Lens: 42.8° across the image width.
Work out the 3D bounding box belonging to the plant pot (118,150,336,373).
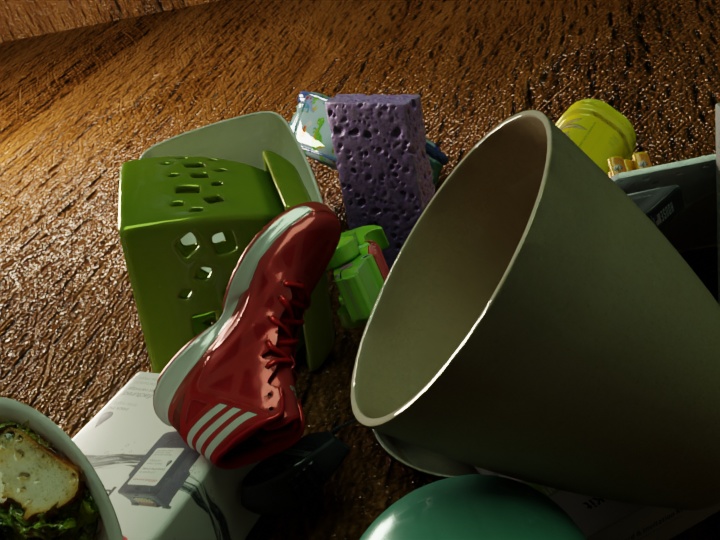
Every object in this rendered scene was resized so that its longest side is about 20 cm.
[{"bbox_3d":[-0.128,-0.003,0.902,0.177,0.203,0.201,-11,26,-8],"label":"plant pot"}]

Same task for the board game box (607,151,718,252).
[{"bbox_3d":[0.314,-0.068,0.833,0.196,0.200,0.026,-11,68,6],"label":"board game box"}]

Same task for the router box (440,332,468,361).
[{"bbox_3d":[0.105,0.039,0.696,0.155,0.053,0.200,-22,9,-13],"label":"router box"}]

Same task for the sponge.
[{"bbox_3d":[0.028,-0.082,0.964,0.110,0.204,0.030,8,30,39],"label":"sponge"}]

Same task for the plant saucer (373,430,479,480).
[{"bbox_3d":[0.106,0.111,0.748,0.196,0.033,0.201,-11,28,6],"label":"plant saucer"}]

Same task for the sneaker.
[{"bbox_3d":[-0.054,0.055,0.663,0.115,0.078,0.202,33,89,38],"label":"sneaker"}]

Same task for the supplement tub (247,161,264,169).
[{"bbox_3d":[-0.174,-0.097,1.188,0.196,0.109,0.107,-19,27,-10],"label":"supplement tub"}]

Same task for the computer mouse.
[{"bbox_3d":[-0.009,0.131,0.712,0.198,0.035,0.058,-30,9,-28],"label":"computer mouse"}]

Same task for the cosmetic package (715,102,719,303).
[{"bbox_3d":[0.343,-0.035,0.721,0.105,0.203,0.085,-12,28,6],"label":"cosmetic package"}]

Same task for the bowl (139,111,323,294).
[{"bbox_3d":[-0.148,-0.070,1.085,0.196,0.075,0.203,-19,71,-10],"label":"bowl"}]

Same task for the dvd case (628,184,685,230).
[{"bbox_3d":[0.140,-0.021,0.731,0.197,0.025,0.150,-13,10,38],"label":"dvd case"}]

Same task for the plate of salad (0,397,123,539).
[{"bbox_3d":[-0.230,0.184,0.593,0.196,0.205,0.048,1,9,27],"label":"plate of salad"}]

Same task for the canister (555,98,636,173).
[{"bbox_3d":[0.187,-0.063,0.916,0.086,0.149,0.200,36,46,6],"label":"canister"}]

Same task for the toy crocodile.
[{"bbox_3d":[0.000,0.000,0.782,0.061,0.069,0.200,-24,8,3],"label":"toy crocodile"}]

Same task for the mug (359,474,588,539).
[{"bbox_3d":[0.071,0.199,0.497,0.152,0.185,0.115,-41,26,4],"label":"mug"}]

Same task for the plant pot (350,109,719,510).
[{"bbox_3d":[0.125,0.046,0.512,0.198,0.189,0.188,30,26,-12],"label":"plant pot"}]

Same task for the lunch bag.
[{"bbox_3d":[0.006,-0.156,1.173,0.159,0.084,0.199,23,3,-38],"label":"lunch bag"}]

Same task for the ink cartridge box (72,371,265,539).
[{"bbox_3d":[-0.161,0.173,0.699,0.142,0.086,0.200,1,31,27],"label":"ink cartridge box"}]

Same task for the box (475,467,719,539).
[{"bbox_3d":[0.159,0.111,0.645,0.153,0.042,0.200,-22,29,-14],"label":"box"}]
